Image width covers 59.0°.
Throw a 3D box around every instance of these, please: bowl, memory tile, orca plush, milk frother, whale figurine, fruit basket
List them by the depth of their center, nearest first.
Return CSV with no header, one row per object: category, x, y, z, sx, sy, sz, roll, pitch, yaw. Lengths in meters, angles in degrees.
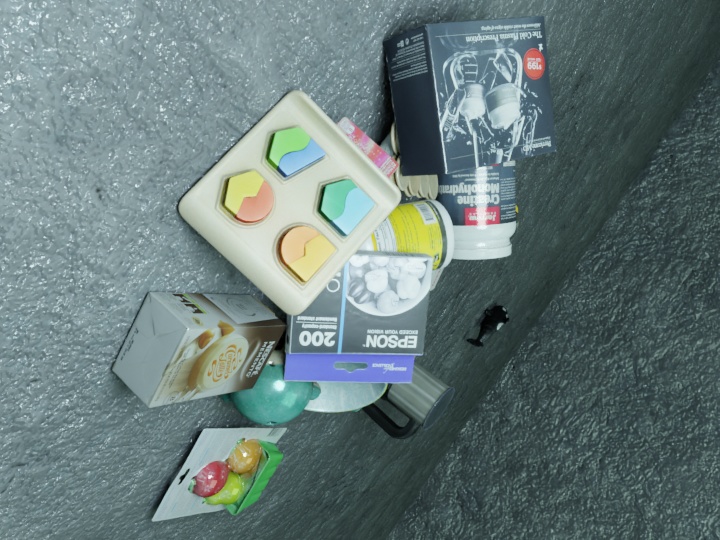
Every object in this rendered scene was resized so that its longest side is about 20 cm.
memory tile,0.083,-0.186,0.958,0.200,0.017,0.154,-2,93,-67
whale figurine,-0.140,0.205,0.996,0.158,0.104,0.200,1,144,-10
fruit basket,-0.238,0.338,1.085,0.200,0.094,0.186,19,104,-49
bowl,-0.054,0.150,1.097,0.200,0.199,0.108,94,-4,-49
milk frother,0.117,0.282,1.503,0.200,0.188,0.181,-11,132,-57
orca plush,0.408,0.162,2.059,0.200,0.071,0.105,-37,-165,-26

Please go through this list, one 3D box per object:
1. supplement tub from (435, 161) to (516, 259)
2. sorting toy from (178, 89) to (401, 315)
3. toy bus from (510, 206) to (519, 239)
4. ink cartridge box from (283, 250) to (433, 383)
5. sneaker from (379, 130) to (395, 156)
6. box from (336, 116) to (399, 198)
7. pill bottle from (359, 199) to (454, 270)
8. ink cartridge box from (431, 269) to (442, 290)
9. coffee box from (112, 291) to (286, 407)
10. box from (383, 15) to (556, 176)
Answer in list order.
supplement tub,0.201,-0.127,1.116,0.140,0.140,0.201,-16,105,-54
sorting toy,-0.075,-0.079,0.729,0.200,0.185,0.036,-48,-170,-10
toy bus,0.244,-0.155,1.279,0.200,0.135,0.193,-26,127,-50
ink cartridge box,-0.005,0.071,0.901,0.043,0.197,0.201,-134,-132,-73
sneaker,0.022,-0.154,0.945,0.200,0.084,0.073,-63,145,-35
box,-0.054,-0.082,0.808,0.200,0.095,0.100,-50,-176,-11
pill bottle,0.033,-0.040,0.974,0.199,0.113,0.113,-11,137,-20
ink cartridge box,0.084,-0.012,1.193,0.200,0.083,0.147,-25,144,-47
coffee box,-0.200,0.096,0.824,0.115,0.080,0.200,-60,155,12
box,0.150,-0.233,0.855,0.199,0.104,0.183,-16,104,-28
